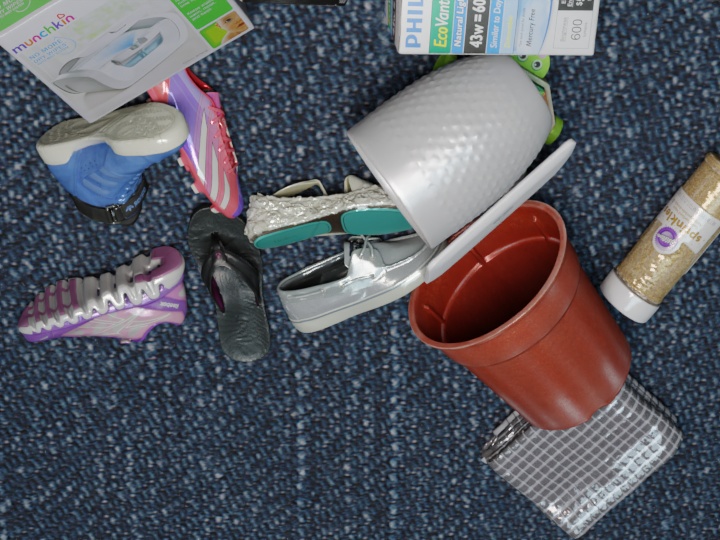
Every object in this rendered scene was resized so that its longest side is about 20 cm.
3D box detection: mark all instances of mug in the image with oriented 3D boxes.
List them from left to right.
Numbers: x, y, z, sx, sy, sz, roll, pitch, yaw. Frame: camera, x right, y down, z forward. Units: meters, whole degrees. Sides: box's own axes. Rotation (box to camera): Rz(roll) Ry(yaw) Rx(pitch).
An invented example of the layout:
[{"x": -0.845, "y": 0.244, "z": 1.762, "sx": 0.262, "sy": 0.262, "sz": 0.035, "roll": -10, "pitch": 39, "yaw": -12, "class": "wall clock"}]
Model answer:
[{"x": 0.107, "y": -0.120, "z": 1.455, "sx": 0.175, "sy": 0.148, "sz": 0.200, "roll": -36, "pitch": 145, "yaw": 0, "class": "mug"}]

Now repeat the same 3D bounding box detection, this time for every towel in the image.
[{"x": 0.262, "y": 0.207, "z": 1.697, "sx": 0.165, "sy": 0.086, "sz": 0.200, "roll": 38, "pitch": 108, "yaw": -20, "class": "towel"}]

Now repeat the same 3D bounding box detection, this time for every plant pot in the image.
[{"x": 0.189, "y": 0.061, "z": 1.568, "sx": 0.200, "sy": 0.201, "sz": 0.195, "roll": -36, "pitch": 122, "yaw": 13, "class": "plant pot"}]

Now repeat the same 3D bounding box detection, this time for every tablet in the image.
[{"x": 0.144, "y": -0.059, "z": 1.493, "sx": 0.200, "sy": 0.130, "sz": 0.014, "roll": -42, "pitch": 84, "yaw": -4, "class": "tablet"}]

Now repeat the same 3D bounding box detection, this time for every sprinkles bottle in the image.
[{"x": 0.353, "y": -0.036, "z": 1.593, "sx": 0.068, "sy": 0.068, "sz": 0.200, "roll": 30, "pitch": 110, "yaw": -18, "class": "sprinkles bottle"}]

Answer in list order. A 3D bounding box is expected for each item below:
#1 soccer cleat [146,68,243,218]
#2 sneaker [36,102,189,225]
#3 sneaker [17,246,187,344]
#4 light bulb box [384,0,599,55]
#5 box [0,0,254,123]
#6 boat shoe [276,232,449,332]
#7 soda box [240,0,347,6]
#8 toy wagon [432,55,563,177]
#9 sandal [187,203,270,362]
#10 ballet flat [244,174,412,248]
[{"x": -0.164, "y": -0.145, "z": 1.495, "sx": 0.076, "sy": 0.067, "sz": 0.201, "roll": -28, "pitch": 113, "yaw": 4, "class": "soccer cleat"}, {"x": -0.236, "y": -0.103, "z": 1.468, "sx": 0.199, "sy": 0.077, "sz": 0.112, "roll": -5, "pitch": 127, "yaw": 34, "class": "sneaker"}, {"x": -0.277, "y": 0.048, "z": 1.576, "sx": 0.199, "sy": 0.081, "sz": 0.089, "roll": -18, "pitch": 125, "yaw": 3, "class": "sneaker"}, {"x": 0.130, "y": -0.323, "z": 1.397, "sx": 0.199, "sy": 0.125, "sz": 0.199, "roll": -1, "pitch": 117, "yaw": -6, "class": "light bulb box"}, {"x": -0.234, "y": -0.262, "z": 1.368, "sx": 0.199, "sy": 0.097, "sz": 0.176, "roll": -28, "pitch": 152, "yaw": 8, "class": "box"}, {"x": 0.000, "y": 0.000, "z": 1.576, "sx": 0.200, "sy": 0.070, "sz": 0.072, "roll": -26, "pitch": 122, "yaw": 11, "class": "boat shoe"}, {"x": -0.072, "y": -0.295, "z": 1.352, "sx": 0.071, "sy": 0.200, "sz": 0.064, "roll": 36, "pitch": 112, "yaw": 18, "class": "soda box"}, {"x": 0.141, "y": -0.174, "z": 1.520, "sx": 0.155, "sy": 0.040, "sz": 0.200, "roll": 28, "pitch": 111, "yaw": -18, "class": "toy wagon"}, {"x": -0.139, "y": 0.019, "z": 1.586, "sx": 0.075, "sy": 0.048, "sz": 0.201, "roll": -14, "pitch": 118, "yaw": 2, "class": "sandal"}, {"x": -0.030, "y": -0.071, "z": 1.543, "sx": 0.199, "sy": 0.072, "sz": 0.072, "roll": -7, "pitch": 117, "yaw": -2, "class": "ballet flat"}]
